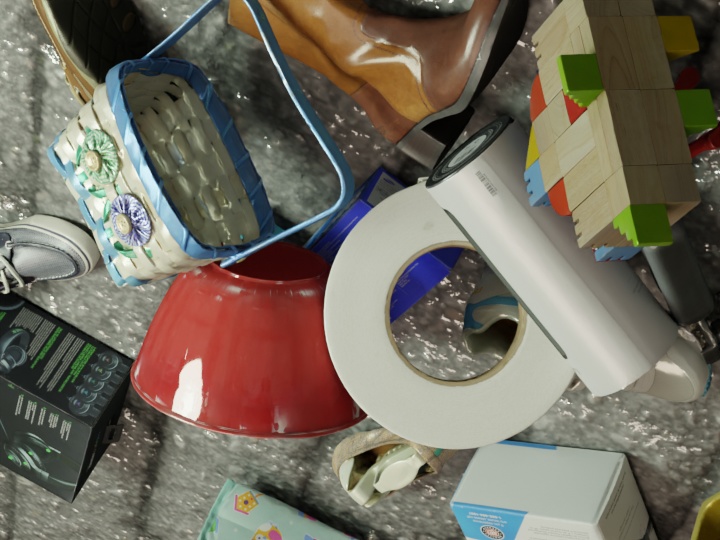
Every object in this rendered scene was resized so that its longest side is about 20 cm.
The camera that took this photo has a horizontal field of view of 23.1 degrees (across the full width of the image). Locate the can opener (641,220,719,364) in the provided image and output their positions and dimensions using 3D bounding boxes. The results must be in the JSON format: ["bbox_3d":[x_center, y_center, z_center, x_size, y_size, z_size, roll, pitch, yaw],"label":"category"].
[{"bbox_3d":[0.241,0.006,1.265,0.066,0.053,0.200,-31,142,9],"label":"can opener"}]

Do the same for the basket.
[{"bbox_3d":[-0.116,-0.083,1.292,0.199,0.139,0.177,-32,84,23],"label":"basket"}]

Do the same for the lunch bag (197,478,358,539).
[{"bbox_3d":[-0.097,0.323,1.841,0.169,0.123,0.200,26,152,3],"label":"lunch bag"}]

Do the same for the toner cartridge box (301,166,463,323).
[{"bbox_3d":[0.000,0.000,1.457,0.095,0.043,0.200,38,143,-7],"label":"toner cartridge box"}]

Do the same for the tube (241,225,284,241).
[{"bbox_3d":[-0.158,-0.065,1.496,0.199,0.050,0.078,33,140,5],"label":"tube"}]

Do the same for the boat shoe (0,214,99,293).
[{"bbox_3d":[-0.341,0.003,1.660,0.199,0.093,0.075,0,134,36],"label":"boat shoe"}]

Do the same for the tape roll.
[{"bbox_3d":[0.071,0.031,1.319,0.202,0.204,0.037,30,179,2],"label":"tape roll"}]

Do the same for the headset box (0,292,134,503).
[{"bbox_3d":[-0.336,0.127,1.801,0.199,0.093,0.175,28,143,3],"label":"headset box"}]

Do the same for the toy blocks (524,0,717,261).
[{"bbox_3d":[0.152,-0.088,1.146,0.099,0.202,0.137,-4,161,-20],"label":"toy blocks"}]

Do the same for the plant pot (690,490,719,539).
[{"bbox_3d":[0.385,0.282,1.400,0.199,0.195,0.195,32,144,-12],"label":"plant pot"}]

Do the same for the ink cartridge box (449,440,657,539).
[{"bbox_3d":[0.186,0.253,1.583,0.145,0.086,0.201,4,137,33],"label":"ink cartridge box"}]

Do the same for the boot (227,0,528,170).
[{"bbox_3d":[0.009,-0.186,1.241,0.199,0.069,0.189,38,151,4],"label":"boot"}]

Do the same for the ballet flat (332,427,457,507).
[{"bbox_3d":[0.021,0.181,1.633,0.068,0.067,0.200,39,143,-10],"label":"ballet flat"}]

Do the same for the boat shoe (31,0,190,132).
[{"bbox_3d":[-0.203,-0.155,1.396,0.073,0.076,0.201,-3,131,42],"label":"boat shoe"}]

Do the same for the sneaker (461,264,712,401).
[{"bbox_3d":[0.175,0.064,1.376,0.198,0.081,0.077,20,141,12],"label":"sneaker"}]

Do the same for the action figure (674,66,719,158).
[{"bbox_3d":[0.184,-0.077,1.233,0.065,0.052,0.200,44,147,-8],"label":"action figure"}]

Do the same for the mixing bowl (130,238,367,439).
[{"bbox_3d":[-0.078,0.042,1.395,0.198,0.200,0.109,15,110,20],"label":"mixing bowl"}]

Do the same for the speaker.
[{"bbox_3d":[0.138,-0.009,1.251,0.200,0.081,0.081,50,141,-11],"label":"speaker"}]
